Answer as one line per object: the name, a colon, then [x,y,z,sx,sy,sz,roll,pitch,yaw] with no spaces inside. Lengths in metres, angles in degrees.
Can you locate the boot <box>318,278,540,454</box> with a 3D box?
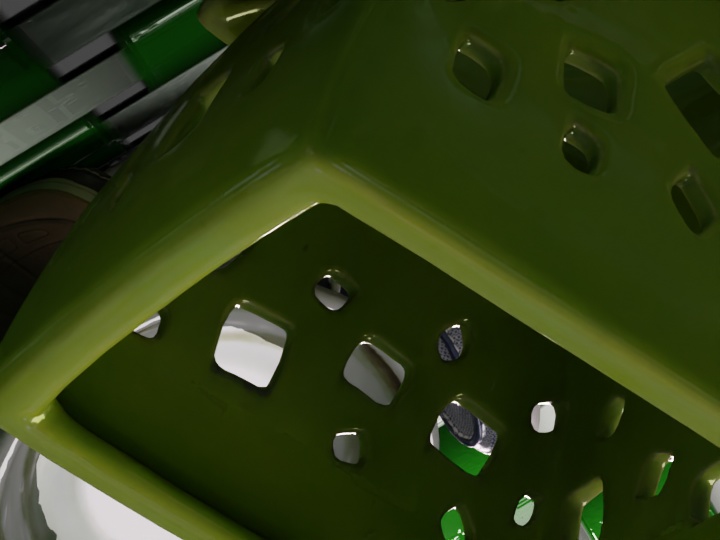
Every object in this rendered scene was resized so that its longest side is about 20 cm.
boot: [0.000,0.000,1.054,0.090,0.201,0.073,-27,-172,-25]

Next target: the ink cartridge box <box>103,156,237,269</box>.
ink cartridge box: [-0.051,-0.040,1.166,0.200,0.067,0.116,-31,179,-23]

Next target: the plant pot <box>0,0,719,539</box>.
plant pot: [0.041,-0.015,0.698,0.199,0.200,0.182,-33,-149,52]

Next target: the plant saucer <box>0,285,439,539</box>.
plant saucer: [-0.067,0.083,1.034,0.200,0.200,0.050,-31,-145,-5]

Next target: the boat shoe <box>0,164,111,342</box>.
boat shoe: [-0.140,0.007,1.033,0.200,0.073,0.065,-44,-165,49]
